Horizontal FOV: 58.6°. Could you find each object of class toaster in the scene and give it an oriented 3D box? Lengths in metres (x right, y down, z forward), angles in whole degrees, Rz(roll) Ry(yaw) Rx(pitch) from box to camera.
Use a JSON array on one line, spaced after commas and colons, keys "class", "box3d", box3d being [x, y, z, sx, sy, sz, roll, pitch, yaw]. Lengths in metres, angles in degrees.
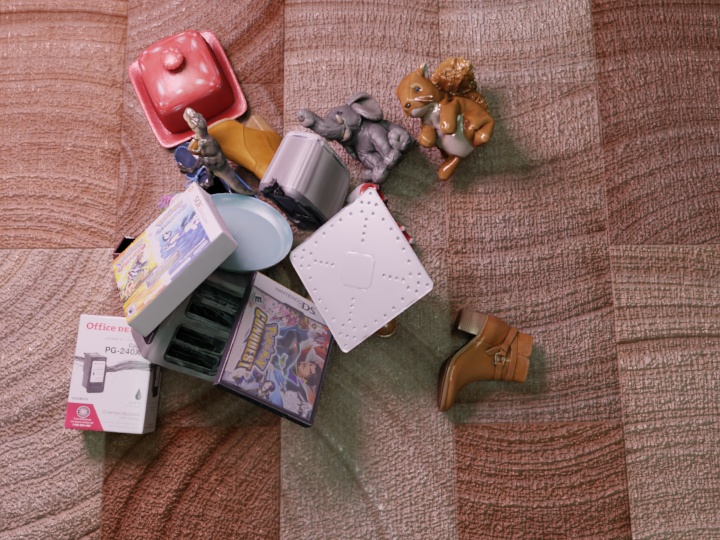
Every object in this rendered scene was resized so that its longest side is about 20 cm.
[{"class": "toaster", "box3d": [-0.101, -0.165, 1.186, 0.112, 0.200, 0.132, 13, 73, 32]}, {"class": "toaster", "box3d": [-0.272, 0.081, 1.110, 0.197, 0.119, 0.183, 25, 97, -30]}]

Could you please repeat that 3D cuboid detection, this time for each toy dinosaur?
[{"class": "toy dinosaur", "box3d": [-0.270, -0.187, 1.147, 0.087, 0.201, 0.048, -29, 37, 6]}]

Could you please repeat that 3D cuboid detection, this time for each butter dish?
[{"class": "butter dish", "box3d": [-0.345, -0.375, 1.233, 0.196, 0.148, 0.203, -25, 81, -6]}]

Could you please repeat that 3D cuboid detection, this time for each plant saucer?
[{"class": "plant saucer", "box3d": [-0.218, -0.063, 1.134, 0.195, 0.028, 0.203, 12, 41, -11]}]

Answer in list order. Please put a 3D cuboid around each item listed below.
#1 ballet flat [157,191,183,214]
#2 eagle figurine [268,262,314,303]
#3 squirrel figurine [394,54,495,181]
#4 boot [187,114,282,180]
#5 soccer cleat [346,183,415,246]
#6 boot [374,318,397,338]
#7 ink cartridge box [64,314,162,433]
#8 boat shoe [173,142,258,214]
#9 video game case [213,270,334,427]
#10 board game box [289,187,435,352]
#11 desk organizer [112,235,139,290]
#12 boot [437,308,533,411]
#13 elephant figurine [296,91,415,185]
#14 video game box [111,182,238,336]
[{"class": "ballet flat", "box3d": [-0.302, -0.103, 1.226, 0.197, 0.071, 0.070, 27, 81, 3]}, {"class": "eagle figurine", "box3d": [-0.119, 0.076, 1.176, 0.148, 0.151, 0.204, 17, 85, 22]}, {"class": "squirrel figurine", "box3d": [0.156, -0.316, 1.226, 0.185, 0.141, 0.202, 35, 55, -13]}, {"class": "boot", "box3d": [-0.212, -0.213, 1.210, 0.200, 0.071, 0.145, -32, 83, -44]}, {"class": "soccer cleat", "box3d": [0.041, -0.073, 1.237, 0.068, 0.084, 0.203, -40, 107, -36]}, {"class": "boot", "box3d": [0.024, 0.021, 1.168, 0.072, 0.155, 0.204, -21, 82, -13]}, {"class": "ink cartridge box", "box3d": [-0.441, 0.185, 1.167, 0.141, 0.083, 0.205, 4, 80, -1]}, {"class": "boat shoe", "box3d": [-0.281, -0.174, 1.226, 0.198, 0.069, 0.085, 34, 125, 6]}, {"class": "video game case", "box3d": [-0.131, 0.129, 1.057, 0.179, 0.025, 0.204, 31, 56, -27]}, {"class": "board game box", "box3d": [0.000, 0.000, 1.087, 0.199, 0.026, 0.202, -37, 76, 19]}, {"class": "desk organizer", "box3d": [-0.351, -0.009, 1.193, 0.195, 0.072, 0.079, 3, 122, -1]}, {"class": "boot", "box3d": [0.231, 0.185, 1.199, 0.152, 0.077, 0.204, 20, 73, -2]}, {"class": "elephant figurine", "box3d": [-0.003, -0.269, 1.222, 0.199, 0.155, 0.143, 37, 88, 1]}, {"class": "video game box", "box3d": [-0.298, -0.025, 1.012, 0.200, 0.047, 0.182, -44, 39, 1]}]
